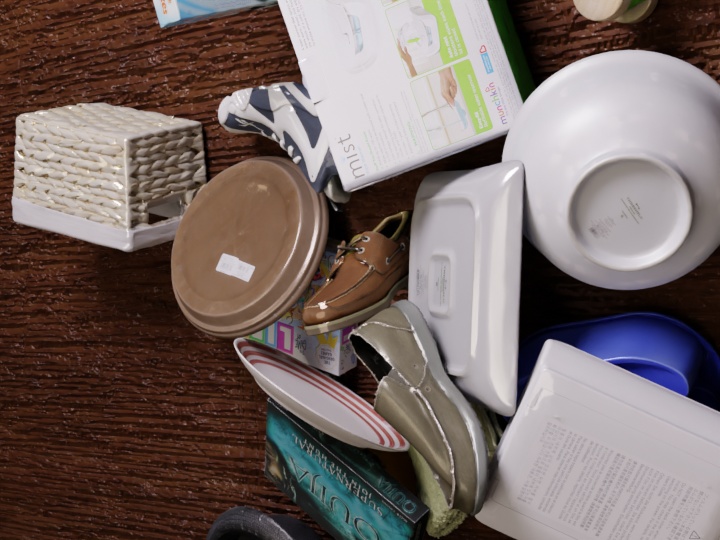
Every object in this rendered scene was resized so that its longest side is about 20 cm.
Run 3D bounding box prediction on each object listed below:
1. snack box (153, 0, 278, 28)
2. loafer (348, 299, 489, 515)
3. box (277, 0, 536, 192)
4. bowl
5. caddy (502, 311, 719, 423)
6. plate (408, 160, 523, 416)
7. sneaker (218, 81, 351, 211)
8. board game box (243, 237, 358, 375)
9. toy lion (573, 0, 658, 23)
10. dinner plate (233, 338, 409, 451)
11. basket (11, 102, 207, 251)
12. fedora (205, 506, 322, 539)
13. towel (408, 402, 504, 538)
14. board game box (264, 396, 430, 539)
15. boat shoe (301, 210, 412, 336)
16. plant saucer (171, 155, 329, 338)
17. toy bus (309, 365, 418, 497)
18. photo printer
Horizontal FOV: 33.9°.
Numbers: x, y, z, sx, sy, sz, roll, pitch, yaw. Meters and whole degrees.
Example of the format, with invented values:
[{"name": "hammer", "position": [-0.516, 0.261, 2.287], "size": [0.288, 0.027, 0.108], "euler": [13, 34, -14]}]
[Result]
[{"name": "snack box", "position": [-0.108, -0.294, 1.063], "size": [0.037, 0.199, 0.117], "euler": [-6, 103, 48]}, {"name": "loafer", "position": [0.044, 0.116, 0.967], "size": [0.076, 0.069, 0.201], "euler": [97, 154, -48]}, {"name": "box", "position": [0.040, -0.192, 1.016], "size": [0.175, 0.097, 0.202], "euler": [-20, 94, 20]}, {"name": "bowl", "position": [0.207, -0.062, 0.919], "size": [0.199, 0.091, 0.203], "euler": [4, 116, 9]}, {"name": "caddy", "position": [0.213, 0.114, 1.016], "size": [0.198, 0.105, 0.143], "euler": [-11, 107, 23]}, {"name": "plate", "position": [0.080, 0.012, 1.005], "size": [0.200, 0.032, 0.202], "euler": [-176, 87, -72]}, {"name": "sneaker", "position": [-0.054, -0.119, 1.161], "size": [0.197, 0.079, 0.131], "euler": [-6, 94, 29]}, {"name": "board game box", "position": [-0.090, 0.018, 1.268], "size": [0.199, 0.034, 0.136], "euler": [17, 116, 33]}, {"name": "toy lion", "position": [0.209, -0.304, 0.909], "size": [0.199, 0.068, 0.193], "euler": [-26, 81, 40]}, {"name": "dinner plate", "position": [-0.041, 0.127, 1.148], "size": [0.199, 0.200, 0.024], "euler": [32, 93, 25]}, {"name": "basket", "position": [-0.278, -0.109, 1.306], "size": [0.198, 0.135, 0.125], "euler": [13, 111, 34]}, {"name": "fedora", "position": [-0.084, 0.349, 1.342], "size": [0.199, 0.091, 0.203], "euler": [14, 114, 34]}, {"name": "towel", "position": [0.085, 0.153, 1.104], "size": [0.201, 0.036, 0.150], "euler": [112, 152, -54]}, {"name": "board game box", "position": [-0.019, 0.222, 1.193], "size": [0.199, 0.028, 0.136], "euler": [37, 142, 26]}, {"name": "boat shoe", "position": [0.000, 0.000, 1.081], "size": [0.071, 0.200, 0.069], "euler": [-10, 103, 30]}, {"name": "plant saucer", "position": [-0.120, -0.030, 1.206], "size": [0.198, 0.029, 0.202], "euler": [-15, 62, 29]}, {"name": "toy bus", "position": [-0.010, 0.185, 1.245], "size": [0.200, 0.065, 0.079], "euler": [41, 129, 20]}, {"name": "photo printer", "position": [0.207, 0.165, 0.936], "size": [0.198, 0.069, 0.168], "euler": [23, 115, 7]}]
